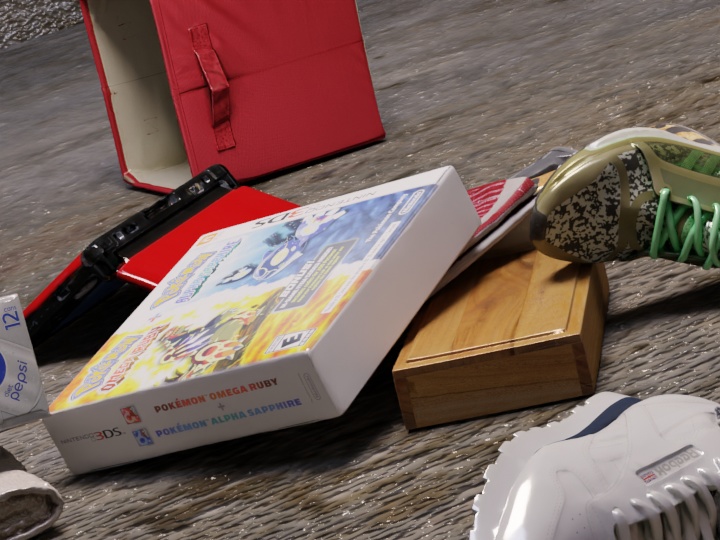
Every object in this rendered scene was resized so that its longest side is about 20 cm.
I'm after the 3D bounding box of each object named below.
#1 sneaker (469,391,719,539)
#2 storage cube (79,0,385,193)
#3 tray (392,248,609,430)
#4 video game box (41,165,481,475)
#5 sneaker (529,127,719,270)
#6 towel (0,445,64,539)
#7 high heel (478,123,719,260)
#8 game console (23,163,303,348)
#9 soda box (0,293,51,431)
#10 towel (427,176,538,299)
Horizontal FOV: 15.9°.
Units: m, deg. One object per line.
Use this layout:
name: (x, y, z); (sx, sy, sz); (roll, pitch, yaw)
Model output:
sneaker: (0.105, 0.094, 1.001); (0.080, 0.077, 0.200); (3, 21, 26)
storage cube: (-0.106, -0.169, 2.136); (0.179, 0.172, 0.200); (-18, 13, -23)
tray: (0.079, 0.029, 1.381); (0.098, 0.037, 0.200); (-12, 12, 10)
video game box: (-0.051, 0.025, 1.389); (0.182, 0.047, 0.200); (-17, 21, 34)
sneaker: (0.190, -0.028, 1.384); (0.199, 0.077, 0.089); (-4, 26, -17)
towel: (-0.259, 0.134, 1.302); (0.199, 0.035, 0.132); (-18, 14, -18)
high heel: (0.132, -0.027, 1.525); (0.142, 0.072, 0.200); (-33, 21, -32)
game console: (-0.115, 0.015, 1.694); (0.172, 0.119, 0.200); (-43, -2, 28)
soda box: (-0.231, 0.064, 1.386); (0.063, 0.069, 0.200); (-16, -1, -25)
towel: (0.000, 0.000, 1.500); (0.144, 0.023, 0.200); (-40, 16, -35)
